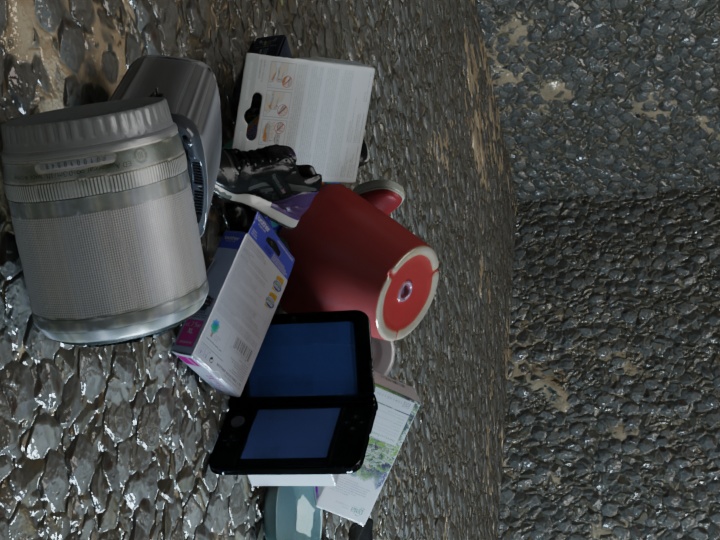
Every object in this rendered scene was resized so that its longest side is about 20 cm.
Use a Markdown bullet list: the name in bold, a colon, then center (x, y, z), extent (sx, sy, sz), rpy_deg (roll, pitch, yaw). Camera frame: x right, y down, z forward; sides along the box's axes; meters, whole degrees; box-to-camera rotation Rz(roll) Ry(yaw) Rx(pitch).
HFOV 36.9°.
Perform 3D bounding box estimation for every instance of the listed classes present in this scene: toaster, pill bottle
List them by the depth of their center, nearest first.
- **toaster**: center (-0.203, -0.132, 1.109), extent (0.130, 0.113, 0.201), rpy_deg (-82, 177, -47)
- **pill bottle**: center (-0.013, 0.134, 1.685), extent (0.200, 0.110, 0.112), rpy_deg (128, -38, -79)

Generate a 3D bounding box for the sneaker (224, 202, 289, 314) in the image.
- **sneaker**: center (-0.145, 0.014, 1.426), extent (0.104, 0.060, 0.201), rpy_deg (9, 86, -59)

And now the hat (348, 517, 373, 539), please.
- **hat**: center (-0.036, 0.477, 1.675), extent (0.200, 0.080, 0.202), rpy_deg (5, 90, -72)

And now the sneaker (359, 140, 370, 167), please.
- **sneaker**: center (-0.043, -0.215, 1.599), extent (0.200, 0.075, 0.088), rpy_deg (-113, -178, -57)

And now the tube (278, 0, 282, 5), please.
- **tube**: center (-0.138, -0.471, 1.563), extent (0.058, 0.052, 0.200), rpy_deg (-48, 159, -7)

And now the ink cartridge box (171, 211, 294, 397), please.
- **ink cartridge box**: center (-0.151, 0.039, 1.323), extent (0.119, 0.042, 0.201), rpy_deg (53, 53, -51)

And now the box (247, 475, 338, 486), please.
- **box**: center (-0.082, 0.188, 1.483), extent (0.201, 0.124, 0.098), rpy_deg (-74, 156, -48)

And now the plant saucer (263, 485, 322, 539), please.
- **plant saucer**: center (-0.101, 0.349, 1.540), extent (0.201, 0.038, 0.202), rpy_deg (-3, 90, -73)

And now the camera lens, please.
- **camera lens**: center (-0.226, -0.043, 0.962), extent (0.160, 0.159, 0.201), rpy_deg (-49, 134, -67)

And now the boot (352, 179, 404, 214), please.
- **boot**: center (-0.008, -0.050, 1.697), extent (0.072, 0.200, 0.145), rpy_deg (29, 52, -28)

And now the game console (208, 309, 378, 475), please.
- **game console**: center (-0.089, 0.151, 1.333), extent (0.176, 0.199, 0.117), rpy_deg (-72, 152, -51)

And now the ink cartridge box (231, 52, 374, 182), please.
- **ink cartridge box**: center (-0.083, -0.201, 1.422), extent (0.199, 0.047, 0.161), rpy_deg (0, 109, -34)

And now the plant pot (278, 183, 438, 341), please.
- **plant pot**: center (0.000, 0.000, 1.512), extent (0.200, 0.177, 0.201), rpy_deg (-32, 135, -39)

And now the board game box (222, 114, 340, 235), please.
- **board game box**: center (-0.105, -0.127, 1.492), extent (0.152, 0.045, 0.201), rpy_deg (-46, 140, -27)

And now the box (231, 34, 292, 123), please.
- **box**: center (-0.119, -0.214, 1.566), extent (0.158, 0.051, 0.201), rpy_deg (-78, 159, -45)

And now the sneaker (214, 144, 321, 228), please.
- **sneaker**: center (-0.130, -0.128, 1.330), extent (0.200, 0.088, 0.076), rpy_deg (23, 22, -49)

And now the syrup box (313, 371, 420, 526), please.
- **syrup box**: center (0.007, 0.253, 1.547), extent (0.081, 0.078, 0.201), rpy_deg (-118, -129, -80)
